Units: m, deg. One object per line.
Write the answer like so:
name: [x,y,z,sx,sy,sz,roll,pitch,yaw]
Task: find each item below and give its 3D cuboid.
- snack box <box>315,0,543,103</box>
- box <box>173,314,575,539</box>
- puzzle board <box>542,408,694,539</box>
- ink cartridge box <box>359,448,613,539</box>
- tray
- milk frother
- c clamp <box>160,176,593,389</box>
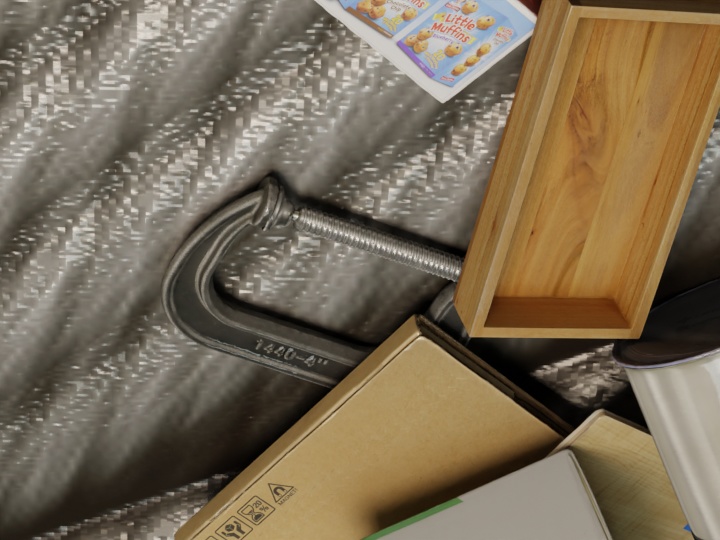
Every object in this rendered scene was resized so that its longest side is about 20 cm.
snack box: [-0.002,-0.161,1.463,0.072,0.024,0.200,-37,123,26]
box: [0.021,0.132,1.682,0.163,0.021,0.200,36,114,-27]
puzzle board: [0.150,0.153,1.702,0.199,0.017,0.151,24,121,-39]
ink cartridge box: [0.087,0.211,1.659,0.145,0.084,0.200,-23,137,1]
tray: [0.119,-0.055,1.528,0.098,0.037,0.201,1,125,-21]
milk frother: [0.257,0.083,1.632,0.180,0.200,0.189,-17,105,19]
c clamp: [0.000,0.000,1.611,0.199,0.027,0.171,13,133,-16]
